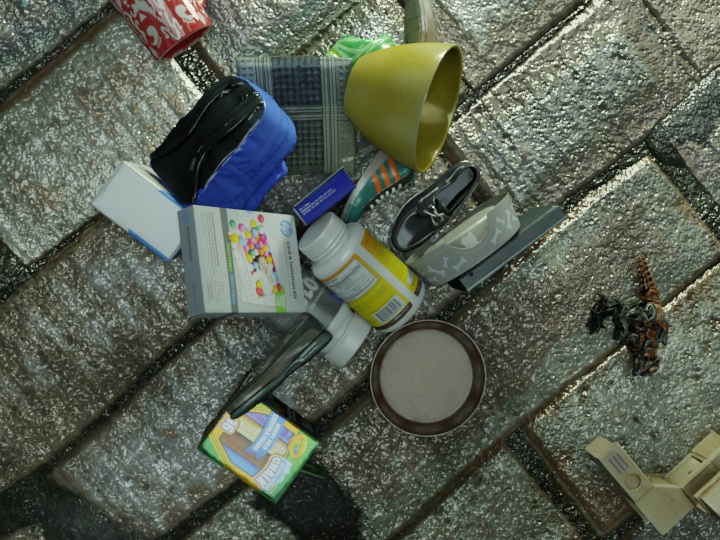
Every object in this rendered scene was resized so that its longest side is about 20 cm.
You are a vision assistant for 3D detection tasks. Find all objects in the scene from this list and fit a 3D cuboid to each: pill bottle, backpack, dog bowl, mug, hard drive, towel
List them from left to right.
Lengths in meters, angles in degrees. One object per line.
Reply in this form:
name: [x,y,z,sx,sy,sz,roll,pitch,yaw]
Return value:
mug: [-0.318,-0.455,1.396,0.177,0.133,0.200,-34,98,-1]
backpack: [-0.197,-0.188,1.358,0.162,0.168,0.200,43,99,33]
towel: [-0.104,-0.249,1.439,0.192,0.035,0.200,-1,115,-1]
pill bottle: [-0.087,0.065,1.443,0.200,0.114,0.114,35,89,-6]
pill bottle: [0.000,0.000,1.394,0.200,0.109,0.109,42,88,-20]
dog bowl: [0.170,-0.046,1.426,0.200,0.200,0.059,-36,94,-3]
hard drive: [0.234,-0.038,1.455,0.200,0.140,0.033,-37,94,-3]

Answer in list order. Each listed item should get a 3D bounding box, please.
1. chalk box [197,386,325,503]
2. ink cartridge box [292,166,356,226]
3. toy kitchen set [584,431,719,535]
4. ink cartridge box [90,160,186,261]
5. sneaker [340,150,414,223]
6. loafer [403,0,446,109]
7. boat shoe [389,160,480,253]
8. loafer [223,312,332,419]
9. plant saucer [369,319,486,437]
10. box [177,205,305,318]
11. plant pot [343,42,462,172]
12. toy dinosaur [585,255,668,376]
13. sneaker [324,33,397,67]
chalk box: [-0.146,0.286,1.442,0.200,0.125,0.124,37,89,-4]
ink cartridge box: [-0.059,-0.114,1.395,0.099,0.200,0.039,-38,94,-1]
toy kitchen set: [0.532,0.321,1.486,0.200,0.163,0.181,-41,95,-3]
ink cartridge box: [-0.317,-0.093,1.374,0.146,0.200,0.084,37,91,-5]
sneaker: [0.046,-0.150,1.468,0.080,0.071,0.200,36,87,-1]
loafer: [0.116,-0.366,1.475,0.063,0.072,0.200,-10,100,-21]
boat shoe: [0.125,-0.108,1.481,0.200,0.063,0.073,-45,96,-2]
loafer: [-0.135,0.146,1.360,0.200,0.072,0.063,-39,82,-13]
plant saucer: [0.114,0.182,1.507,0.200,0.034,0.201,0,92,-6]
box: [-0.171,-0.010,1.303,0.041,0.200,0.156,-15,78,38]
plant pot: [0.058,-0.268,1.373,0.142,0.200,0.200,19,90,16]
toy dinosaur: [0.473,0.082,1.522,0.135,0.102,0.200,-1,74,-20]
sneaker: [-0.031,-0.338,1.464,0.200,0.074,0.084,-14,63,1]
